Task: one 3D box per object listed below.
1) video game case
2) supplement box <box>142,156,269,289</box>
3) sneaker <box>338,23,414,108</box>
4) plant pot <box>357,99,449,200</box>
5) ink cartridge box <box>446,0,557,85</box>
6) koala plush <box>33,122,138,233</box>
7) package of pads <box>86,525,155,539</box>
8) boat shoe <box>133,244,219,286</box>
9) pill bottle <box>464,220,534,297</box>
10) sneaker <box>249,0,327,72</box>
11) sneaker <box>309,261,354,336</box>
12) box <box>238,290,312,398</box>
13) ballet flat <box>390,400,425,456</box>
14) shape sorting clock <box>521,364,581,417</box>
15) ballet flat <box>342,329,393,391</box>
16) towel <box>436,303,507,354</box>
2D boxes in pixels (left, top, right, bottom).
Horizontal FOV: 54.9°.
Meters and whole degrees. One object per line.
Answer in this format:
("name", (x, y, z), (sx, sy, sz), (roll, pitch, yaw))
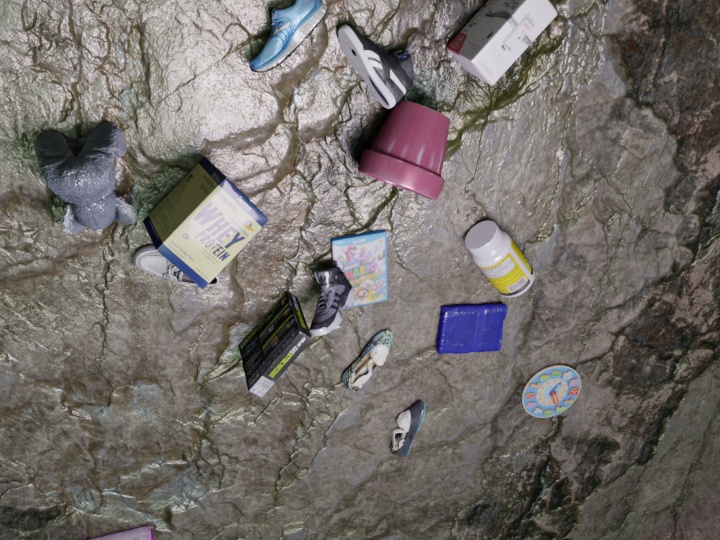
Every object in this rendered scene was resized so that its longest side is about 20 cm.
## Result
("video game case", (0.000, 0.000, 1.767), (0.141, 0.018, 0.202), (-10, 120, -12))
("supplement box", (-0.332, -0.106, 1.473), (0.200, 0.200, 0.134), (-46, 123, -3))
("sneaker", (0.043, -0.465, 1.500), (0.112, 0.073, 0.201), (-43, 115, -14))
("plant pot", (0.113, -0.274, 1.560), (0.198, 0.200, 0.181), (18, 96, -26))
("ink cartridge box", (0.302, -0.518, 1.500), (0.083, 0.147, 0.200), (37, 101, -31))
("koala plush", (-0.555, -0.163, 1.414), (0.175, 0.185, 0.202), (-11, 133, -12))
("package of pads", (-0.678, 0.801, 1.957), (0.197, 0.076, 0.122), (-10, 122, -13))
("boat shoe", (-0.420, -0.003, 1.597), (0.198, 0.066, 0.073), (17, 112, -26))
("pill bottle", (0.363, -0.031, 1.813), (0.114, 0.115, 0.200), (-40, 123, 6))
("sneaker", (-0.162, -0.490, 1.420), (0.090, 0.078, 0.200), (43, 96, -13))
("sneaker", (-0.085, 0.062, 1.669), (0.075, 0.201, 0.115), (-7, 120, 29))
("box", (-0.212, 0.177, 1.693), (0.047, 0.194, 0.200), (35, 102, -28))
("ballet flat", (0.133, 0.469, 2.046), (0.072, 0.073, 0.202), (7, 118, -21))
("shape sorting clock", (0.598, 0.381, 2.166), (0.197, 0.039, 0.202), (-8, 120, -14))
("ballet flat", (0.029, 0.252, 1.889), (0.074, 0.074, 0.201), (30, 105, -30))
("towel", (0.309, 0.161, 1.946), (0.197, 0.050, 0.150), (-2, 112, -17))
